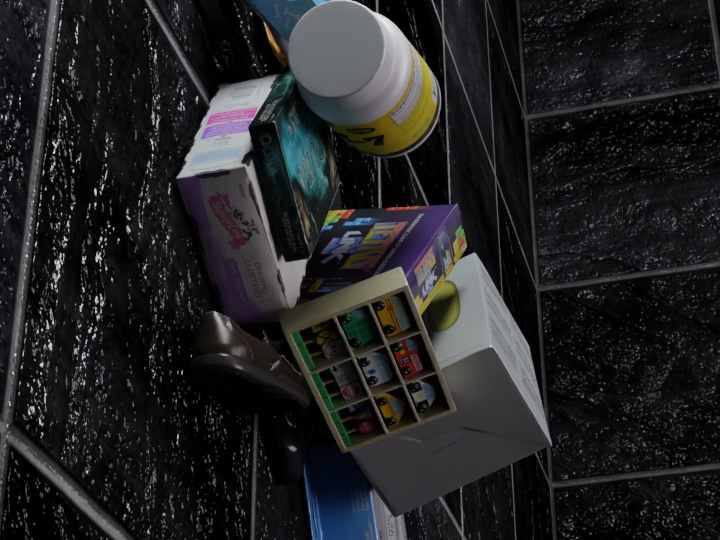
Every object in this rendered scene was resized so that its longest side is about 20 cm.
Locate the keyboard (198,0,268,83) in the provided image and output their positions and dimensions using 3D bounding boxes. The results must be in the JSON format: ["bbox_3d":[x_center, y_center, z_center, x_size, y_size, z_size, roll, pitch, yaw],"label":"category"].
[{"bbox_3d":[-0.126,-0.228,1.686,0.200,0.020,0.128,61,21,-55],"label":"keyboard"}]

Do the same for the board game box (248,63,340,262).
[{"bbox_3d":[-0.060,-0.108,1.574,0.200,0.028,0.136,-72,149,-65],"label":"board game box"}]

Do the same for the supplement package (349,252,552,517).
[{"bbox_3d":[0.081,0.120,1.774,0.147,0.190,0.200,58,13,-26],"label":"supplement package"}]

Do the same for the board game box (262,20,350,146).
[{"bbox_3d":[-0.057,-0.229,1.867,0.200,0.030,0.096,43,22,-51],"label":"board game box"}]

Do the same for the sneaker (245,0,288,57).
[{"bbox_3d":[-0.055,-0.278,1.743,0.200,0.088,0.075,48,23,-29],"label":"sneaker"}]

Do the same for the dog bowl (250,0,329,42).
[{"bbox_3d":[-0.089,-0.291,1.647,0.200,0.050,0.112,48,13,-9],"label":"dog bowl"}]

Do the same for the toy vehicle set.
[{"bbox_3d":[0.009,0.090,1.583,0.200,0.124,0.027,67,3,-46],"label":"toy vehicle set"}]

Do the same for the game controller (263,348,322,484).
[{"bbox_3d":[-0.064,0.138,1.720,0.200,0.042,0.105,-67,161,-65],"label":"game controller"}]

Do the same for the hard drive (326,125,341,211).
[{"bbox_3d":[-0.058,-0.100,1.859,0.135,0.042,0.201,8,74,-76],"label":"hard drive"}]

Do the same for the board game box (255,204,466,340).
[{"bbox_3d":[0.000,0.000,1.693,0.200,0.164,0.057,-53,134,-55],"label":"board game box"}]

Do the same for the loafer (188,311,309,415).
[{"bbox_3d":[-0.097,0.084,1.509,0.200,0.072,0.072,48,37,-67],"label":"loafer"}]

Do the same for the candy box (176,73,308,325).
[{"bbox_3d":[-0.103,-0.069,1.585,0.200,0.071,0.169,-77,156,-58],"label":"candy box"}]

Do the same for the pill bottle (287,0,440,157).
[{"bbox_3d":[0.003,-0.184,1.583,0.200,0.114,0.115,33,50,-72],"label":"pill bottle"}]

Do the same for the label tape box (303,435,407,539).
[{"bbox_3d":[-0.006,0.255,1.819,0.200,0.066,0.144,-5,86,-79],"label":"label tape box"}]
